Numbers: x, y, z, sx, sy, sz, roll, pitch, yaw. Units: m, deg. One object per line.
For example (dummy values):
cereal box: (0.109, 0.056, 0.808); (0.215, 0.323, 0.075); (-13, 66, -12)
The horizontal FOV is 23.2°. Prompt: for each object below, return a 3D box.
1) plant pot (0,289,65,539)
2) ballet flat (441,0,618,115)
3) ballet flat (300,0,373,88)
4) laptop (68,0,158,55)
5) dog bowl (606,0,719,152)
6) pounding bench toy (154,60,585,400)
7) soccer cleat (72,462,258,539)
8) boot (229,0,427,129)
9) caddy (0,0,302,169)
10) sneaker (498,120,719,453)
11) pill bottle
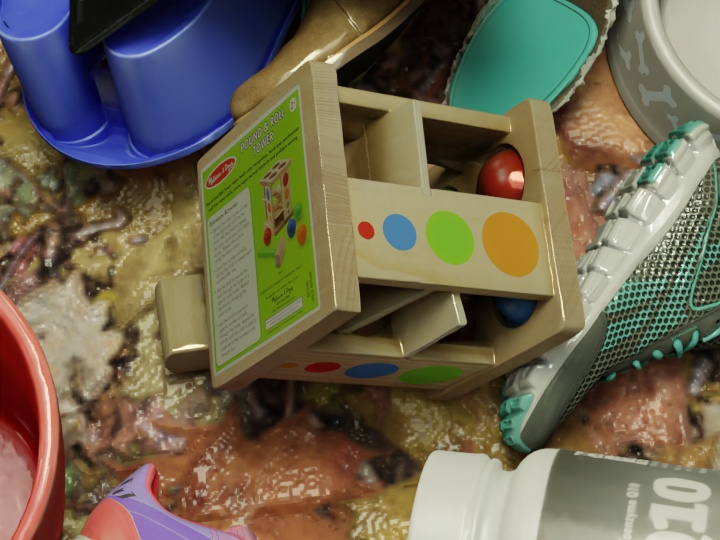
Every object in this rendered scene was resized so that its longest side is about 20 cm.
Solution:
plant pot: (-0.228, 0.104, 0.836); (0.200, 0.177, 0.201); (0, 72, 0)
ballet flat: (0.118, -0.157, 0.963); (0.072, 0.072, 0.200); (36, 108, 12)
ballet flat: (0.013, -0.190, 0.980); (0.074, 0.074, 0.200); (7, 73, 3)
laptop: (-0.042, -0.203, 0.905); (0.200, 0.116, 0.187); (-29, 49, 29)
dog bowl: (0.239, -0.141, 0.972); (0.200, 0.059, 0.200); (0, 72, 1)
pounding bench toy: (0.000, 0.000, 0.902); (0.156, 0.200, 0.124); (6, 67, -31)
soccer cleat: (-0.052, 0.171, 0.871); (0.200, 0.068, 0.073); (30, 70, 13)
boot: (-0.004, -0.148, 0.915); (0.200, 0.074, 0.075); (-43, 95, -14)
caddy: (-0.111, -0.148, 0.956); (0.141, 0.105, 0.200); (11, 60, 21)
sneaker: (0.150, 0.021, 0.915); (0.091, 0.078, 0.200); (37, 83, -3)
pill bottle: (0.127, 0.147, 0.842); (0.200, 0.114, 0.114); (6, 72, 13)
